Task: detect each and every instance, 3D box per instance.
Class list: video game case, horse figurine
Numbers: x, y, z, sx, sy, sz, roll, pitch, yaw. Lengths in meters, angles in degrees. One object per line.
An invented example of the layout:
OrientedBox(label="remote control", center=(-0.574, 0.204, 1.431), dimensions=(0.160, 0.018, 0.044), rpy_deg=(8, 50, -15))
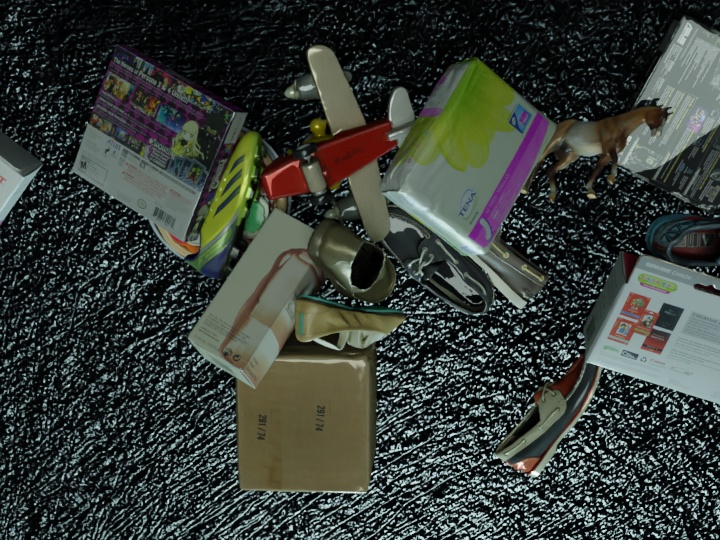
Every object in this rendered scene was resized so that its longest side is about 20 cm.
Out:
OrientedBox(label="video game case", center=(-0.258, -0.162, 1.379), dimensions=(0.200, 0.036, 0.182), rpy_deg=(30, 108, 20))
OrientedBox(label="horse figurine", center=(0.271, -0.145, 1.338), dimensions=(0.200, 0.133, 0.050), rpy_deg=(-5, 142, 48))

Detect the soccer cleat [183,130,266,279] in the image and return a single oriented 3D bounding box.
OrientedBox(label="soccer cleat", center=(-0.175, -0.086, 1.388), dimensions=(0.083, 0.065, 0.201), rpy_deg=(19, 107, 6))

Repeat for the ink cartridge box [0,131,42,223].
OrientedBox(label="ink cartridge box", center=(-0.536, -0.103, 1.428), dimensions=(0.144, 0.085, 0.200), rpy_deg=(38, 107, -8))

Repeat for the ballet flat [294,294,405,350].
OrientedBox(label="ballet flat", center=(-0.017, 0.071, 1.403), dimensions=(0.068, 0.200, 0.063), rpy_deg=(7, 88, 41))

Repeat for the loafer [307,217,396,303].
OrientedBox(label="loafer", center=(0.000, 0.000, 1.374), dimensions=(0.067, 0.200, 0.076), rpy_deg=(29, 87, 31))

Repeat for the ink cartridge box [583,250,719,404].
OrientedBox(label="ink cartridge box", center=(0.412, 0.058, 1.393), dimensions=(0.199, 0.084, 0.176), rpy_deg=(18, 123, -2))

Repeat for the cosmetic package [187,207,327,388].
OrientedBox(label="cosmetic package", center=(-0.121, 0.036, 1.380), dimensions=(0.087, 0.103, 0.200), rpy_deg=(28, 77, 15))

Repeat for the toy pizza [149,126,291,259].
OrientedBox(label="toy pizza", center=(-0.191, -0.096, 1.434), dimensions=(0.199, 0.032, 0.201), rpy_deg=(1, 107, 3))

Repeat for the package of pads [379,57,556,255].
OrientedBox(label="package of pads", center=(0.130, -0.140, 1.325), dimensions=(0.154, 0.068, 0.200), rpy_deg=(34, 78, -24))

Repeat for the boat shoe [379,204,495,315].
OrientedBox(label="boat shoe", center=(0.095, -0.013, 1.423), dimensions=(0.200, 0.063, 0.073), rpy_deg=(39, 108, -7))

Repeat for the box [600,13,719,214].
OrientedBox(label="box", center=(0.418, -0.194, 1.357), dimensions=(0.160, 0.044, 0.201), rpy_deg=(25, 107, -4))

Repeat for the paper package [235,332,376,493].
OrientedBox(label="paper package", center=(-0.073, 0.188, 1.475), dimensions=(0.190, 0.104, 0.201), rpy_deg=(1, 107, 5))

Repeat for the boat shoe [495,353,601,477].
OrientedBox(label="boat shoe", center=(0.257, 0.189, 1.474), dimensions=(0.062, 0.071, 0.200), rpy_deg=(29, 111, -2))

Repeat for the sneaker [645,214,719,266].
OrientedBox(label="sneaker", center=(0.468, -0.032, 1.376), dimensions=(0.199, 0.096, 0.080), rpy_deg=(-8, 106, 6))

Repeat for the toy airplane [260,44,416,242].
OrientedBox(label="toy airplane", center=(-0.020, -0.157, 1.364), dimensions=(0.199, 0.141, 0.201), rpy_deg=(21, 87, -31))

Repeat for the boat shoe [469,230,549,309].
OrientedBox(label="boat shoe", center=(0.162, -0.037, 1.410), dimensions=(0.060, 0.072, 0.200), rpy_deg=(-43, 103, 8))
